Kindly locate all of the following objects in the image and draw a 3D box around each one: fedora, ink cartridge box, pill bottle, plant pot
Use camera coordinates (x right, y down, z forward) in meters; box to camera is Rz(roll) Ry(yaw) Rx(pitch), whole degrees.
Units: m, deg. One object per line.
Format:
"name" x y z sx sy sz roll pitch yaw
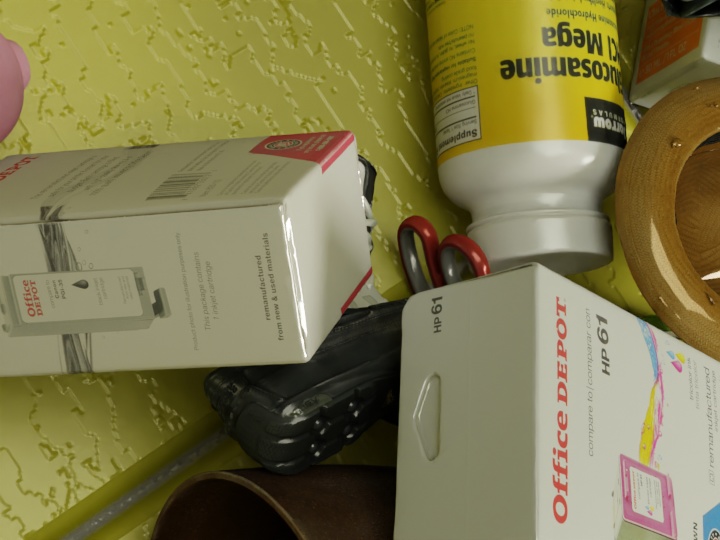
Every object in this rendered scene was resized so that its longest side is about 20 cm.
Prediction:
"fedora" 0.222 -0.017 1.130 0.200 0.082 0.201 8 71 -23
"ink cartridge box" -0.109 -0.010 0.974 0.200 0.147 0.083 -3 107 15
"pill bottle" 0.099 -0.100 1.133 0.112 0.112 0.200 -1 80 -19
"ink cartridge box" 0.110 0.098 0.982 0.200 0.085 0.145 24 59 -45
"plant pot" 0.019 0.181 1.028 0.200 0.187 0.187 -9 82 -37

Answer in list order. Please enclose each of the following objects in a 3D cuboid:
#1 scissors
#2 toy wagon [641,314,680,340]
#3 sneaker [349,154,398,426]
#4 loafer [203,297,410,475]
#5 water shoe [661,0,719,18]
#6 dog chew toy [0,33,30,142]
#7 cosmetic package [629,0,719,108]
"scissors" 0.071 0.059 1.138 0.014 0.073 0.200 -33 115 -32
"toy wagon" 0.199 0.104 1.166 0.200 0.040 0.155 3 78 -18
"sneaker" 0.000 0.000 1.099 0.200 0.076 0.115 38 72 -6
"loafer" 0.007 0.042 1.014 0.200 0.068 0.070 -22 51 -40
"water shoe" 0.187 -0.187 1.095 0.200 0.072 0.079 21 72 -14
"dog chew toy" -0.266 -0.079 1.005 0.200 0.125 0.125 -24 87 -29
"cosmetic package" 0.235 -0.200 1.207 0.071 0.101 0.200 16 74 -15
